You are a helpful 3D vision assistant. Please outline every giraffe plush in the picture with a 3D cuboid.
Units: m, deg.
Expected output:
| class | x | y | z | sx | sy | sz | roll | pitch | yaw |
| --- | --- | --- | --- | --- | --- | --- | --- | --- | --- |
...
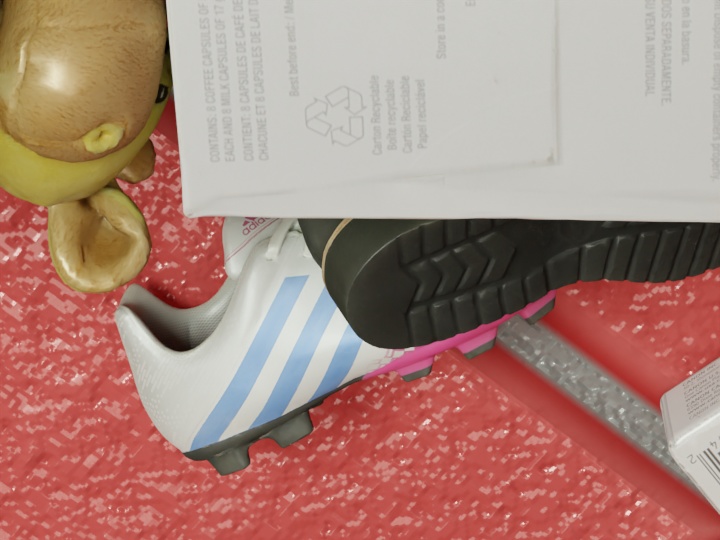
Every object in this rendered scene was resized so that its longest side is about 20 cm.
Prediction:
| class | x | y | z | sx | sy | sz | roll | pitch | yaw |
| --- | --- | --- | --- | --- | --- | --- | --- | --- | --- |
| giraffe plush | -0.129 | -0.065 | 0.847 | 0.161 | 0.200 | 0.173 | 12 | 103 | -19 |

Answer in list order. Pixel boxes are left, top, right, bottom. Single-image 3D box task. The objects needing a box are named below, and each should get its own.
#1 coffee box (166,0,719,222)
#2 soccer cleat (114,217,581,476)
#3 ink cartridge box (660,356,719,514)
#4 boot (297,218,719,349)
| class | x | y | z | sx | sy | sz | roll | pitch | yaw |
| --- | --- | --- | --- | --- | --- | --- | --- | --- | --- |
| coffee box | 0.042 | -0.146 | 0.878 | 0.199 | 0.198 | 0.201 | -1 | 117 | 2 |
| soccer cleat | 0.000 | 0.000 | 1.022 | 0.199 | 0.070 | 0.087 | -29 | 103 | 10 |
| ink cartridge box | 0.246 | 0.067 | 1.068 | 0.200 | 0.045 | 0.176 | -34 | 111 | 16 |
| boot | 0.060 | -0.059 | 0.981 | 0.199 | 0.139 | 0.078 | -12 | 133 | -21 |
